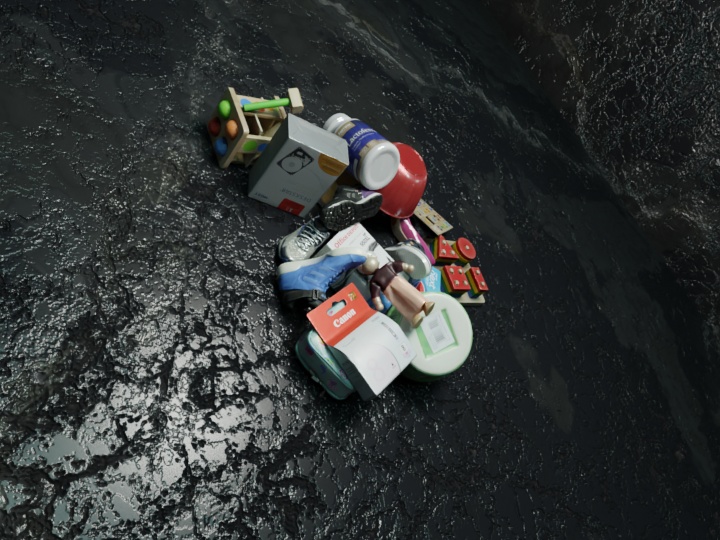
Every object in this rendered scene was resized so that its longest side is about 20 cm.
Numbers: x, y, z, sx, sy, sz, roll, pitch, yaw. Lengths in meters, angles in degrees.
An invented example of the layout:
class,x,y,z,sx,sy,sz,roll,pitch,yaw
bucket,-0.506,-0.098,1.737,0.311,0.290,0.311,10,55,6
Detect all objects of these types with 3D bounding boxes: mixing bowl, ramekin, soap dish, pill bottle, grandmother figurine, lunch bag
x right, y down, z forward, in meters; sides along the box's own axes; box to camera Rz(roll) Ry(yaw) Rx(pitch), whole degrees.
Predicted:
class,x,y,z,sx,sy,sz,roll,pitch,yaw
mixing bowl,0.097,-0.248,1.452,0.197,0.108,0.204,23,48,-27
ramekin,0.152,0.143,1.265,0.194,0.098,0.206,2,79,-12
soap dish,-0.027,-0.212,1.459,0.158,0.081,0.199,51,41,2
pill bottle,-0.005,-0.290,1.365,0.114,0.118,0.200,-4,37,-43
grandmother figurine,0.067,0.028,1.213,0.199,0.061,0.121,40,66,18
lunch bag,-0.034,0.159,1.171,0.161,0.077,0.200,49,41,-4

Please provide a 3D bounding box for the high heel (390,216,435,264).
class,x,y,z,sx,sy,sz,roll,pitch,yaw
high heel,0.139,-0.103,1.521,0.093,0.068,0.205,-1,63,-19

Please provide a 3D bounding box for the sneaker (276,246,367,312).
class,x,y,z,sx,sy,sz,roll,pitch,yaw
sneaker,-0.073,0.027,1.182,0.194,0.077,0.114,-13,68,-1

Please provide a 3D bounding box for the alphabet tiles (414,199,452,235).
class,x,y,z,sx,sy,sz,roll,pitch,yaw
alphabet tiles,0.170,-0.177,1.618,0.200,0.008,0.167,44,23,10

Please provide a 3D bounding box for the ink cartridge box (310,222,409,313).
class,x,y,z,sx,sy,sz,roll,pitch,yaw
ink cartridge box,0.000,0.000,1.318,0.200,0.084,0.145,46,40,-3

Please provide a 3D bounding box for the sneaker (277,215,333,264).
class,x,y,z,sx,sy,sz,roll,pitch,yaw
sneaker,-0.113,-0.079,1.275,0.077,0.085,0.201,44,41,-4

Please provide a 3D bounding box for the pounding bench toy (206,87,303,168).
class,x,y,z,sx,sy,sz,roll,pitch,yaw
pounding bench toy,-0.236,-0.335,1.270,0.153,0.200,0.127,-3,61,-44

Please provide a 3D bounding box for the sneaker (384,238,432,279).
class,x,y,z,sx,sy,sz,roll,pitch,yaw
sneaker,0.127,-0.034,1.374,0.078,0.199,0.080,-22,108,-22

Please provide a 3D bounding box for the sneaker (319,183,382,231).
class,x,y,z,sx,sy,sz,roll,pitch,yaw
sneaker,-0.040,-0.151,1.306,0.087,0.077,0.198,36,33,25

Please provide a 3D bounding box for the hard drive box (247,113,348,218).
class,x,y,z,sx,sy,sz,roll,pitch,yaw
hard drive box,-0.141,-0.228,1.274,0.153,0.200,0.078,18,49,-30

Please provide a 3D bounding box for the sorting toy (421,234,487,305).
class,x,y,z,sx,sy,sz,roll,pitch,yaw
sorting toy,0.259,-0.010,1.573,0.196,0.069,0.203,3,58,-41

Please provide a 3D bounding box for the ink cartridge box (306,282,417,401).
class,x,y,z,sx,sy,sz,roll,pitch,yaw
ink cartridge box,0.008,0.130,1.132,0.162,0.057,0.203,-32,90,-47

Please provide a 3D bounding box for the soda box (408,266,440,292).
class,x,y,z,sx,sy,sz,roll,pitch,yaw
soda box,0.153,0.077,1.415,0.067,0.064,0.203,29,43,-21
